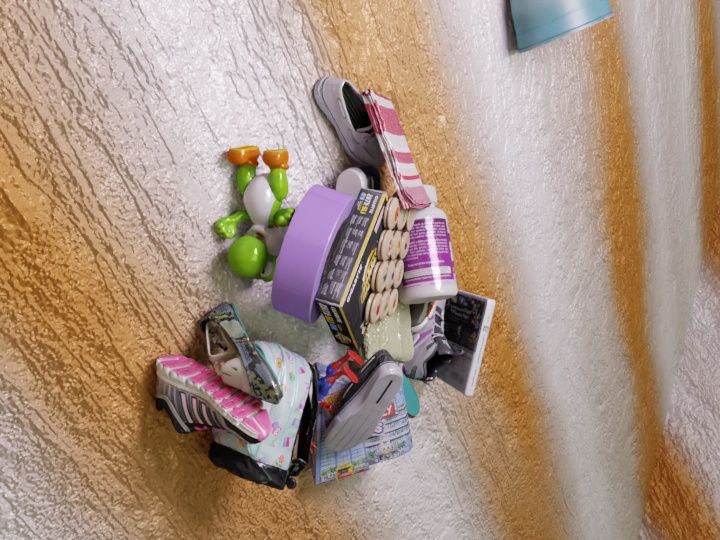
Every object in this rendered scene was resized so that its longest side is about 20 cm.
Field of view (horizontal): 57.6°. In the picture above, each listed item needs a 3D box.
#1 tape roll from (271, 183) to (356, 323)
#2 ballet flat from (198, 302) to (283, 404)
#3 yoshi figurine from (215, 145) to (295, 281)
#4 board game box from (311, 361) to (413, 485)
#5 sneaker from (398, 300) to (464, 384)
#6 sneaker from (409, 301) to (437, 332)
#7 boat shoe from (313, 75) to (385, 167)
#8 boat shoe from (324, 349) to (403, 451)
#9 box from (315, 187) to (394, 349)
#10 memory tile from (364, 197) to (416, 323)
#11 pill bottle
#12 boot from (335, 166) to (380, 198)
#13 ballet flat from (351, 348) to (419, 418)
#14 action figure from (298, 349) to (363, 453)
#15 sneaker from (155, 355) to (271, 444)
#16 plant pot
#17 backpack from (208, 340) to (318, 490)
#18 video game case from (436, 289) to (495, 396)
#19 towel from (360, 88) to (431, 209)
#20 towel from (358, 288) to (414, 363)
[{"bbox_3d":[-0.069,-0.025,1.005,0.200,0.064,0.204,19,89,-83],"label":"tape roll"},{"bbox_3d":[-0.177,0.125,0.929,0.073,0.200,0.076,-19,131,-23],"label":"ballet flat"},{"bbox_3d":[-0.154,-0.075,0.961,0.110,0.112,0.205,-7,109,-27],"label":"yoshi figurine"},{"bbox_3d":[-0.010,0.254,1.170,0.195,0.062,0.205,-13,105,-9],"label":"board game box"},{"bbox_3d":[0.155,0.132,1.293,0.077,0.139,0.204,31,78,-39],"label":"sneaker"},{"bbox_3d":[0.110,0.019,1.283,0.081,0.076,0.204,29,72,-31],"label":"sneaker"},{"bbox_3d":[-0.002,-0.239,1.091,0.200,0.066,0.075,41,72,-43],"label":"boat shoe"},{"bbox_3d":[0.004,0.219,1.100,0.071,0.071,0.201,27,113,-27],"label":"boat shoe"},{"bbox_3d":[0.000,0.000,1.036,0.161,0.048,0.203,74,34,-60],"label":"box"},{"bbox_3d":[0.052,-0.017,1.080,0.153,0.016,0.205,-5,107,-72],"label":"memory tile"},{"bbox_3d":[0.112,-0.047,1.198,0.111,0.111,0.205,0,79,-45],"label":"pill bottle"},{"bbox_3d":[-0.006,-0.078,1.132,0.090,0.072,0.204,-24,130,-60],"label":"boot"},{"bbox_3d":[0.045,0.209,1.254,0.071,0.070,0.201,-50,123,-23],"label":"ballet flat"},{"bbox_3d":[-0.061,0.221,1.077,0.099,0.199,0.066,47,30,-14],"label":"action figure"},{"bbox_3d":[-0.213,0.197,0.919,0.074,0.197,0.089,-20,133,-66],"label":"sneaker"},{"bbox_3d":[0.388,-0.571,1.327,0.199,0.198,0.191,-32,107,-35],"label":"plant pot"},{"bbox_3d":[-0.149,0.213,1.002,0.126,0.164,0.204,31,71,-45],"label":"backpack"},{"bbox_3d":[0.196,0.135,1.308,0.023,0.200,0.186,13,92,-17],"label":"video game case"},{"bbox_3d":[0.064,-0.199,1.090,0.204,0.022,0.144,69,19,0],"label":"towel"},{"bbox_3d":[0.042,0.068,1.198,0.147,0.036,0.205,7,76,-48],"label":"towel"}]
